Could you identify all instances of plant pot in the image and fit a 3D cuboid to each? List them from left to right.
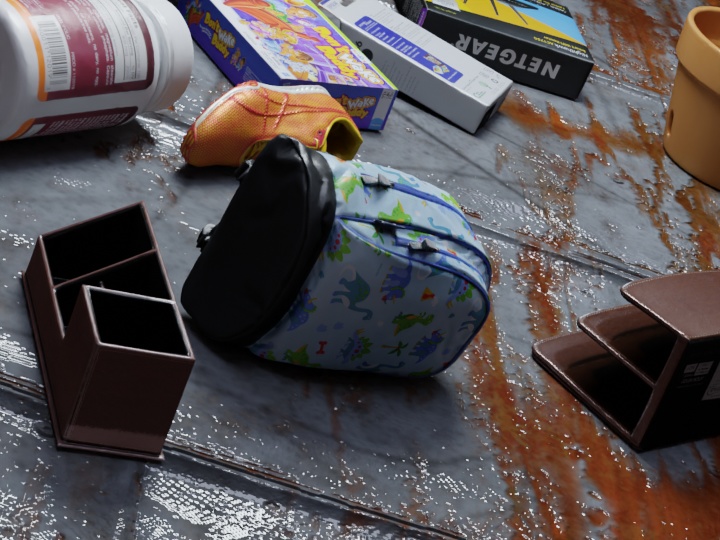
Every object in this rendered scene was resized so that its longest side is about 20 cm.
[{"bbox_3d":[0.407,-0.168,2.047,0.198,0.141,0.201,18,27,-9],"label":"plant pot"}]

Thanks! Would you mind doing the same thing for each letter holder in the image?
[{"bbox_3d":[0.253,0.050,1.557,0.199,0.101,0.142,-5,35,-44],"label":"letter holder"}]

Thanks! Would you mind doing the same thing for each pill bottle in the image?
[{"bbox_3d":[-0.233,-0.168,1.554,0.114,0.115,0.199,37,29,27],"label":"pill bottle"}]

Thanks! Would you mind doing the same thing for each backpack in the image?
[{"bbox_3d":[0.000,0.000,1.402,0.199,0.164,0.154,1,41,-50],"label":"backpack"}]

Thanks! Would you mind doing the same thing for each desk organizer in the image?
[{"bbox_3d":[-0.167,0.030,1.276,0.071,0.078,0.201,11,28,-24],"label":"desk organizer"}]

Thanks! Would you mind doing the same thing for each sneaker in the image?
[{"bbox_3d":[-0.069,-0.114,1.640,0.199,0.073,0.077,-14,54,-48],"label":"sneaker"}]

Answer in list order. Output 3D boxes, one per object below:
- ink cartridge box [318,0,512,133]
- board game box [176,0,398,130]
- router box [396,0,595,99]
[{"bbox_3d":[0.050,-0.212,1.943,0.199,0.039,0.099,33,28,7],"label":"ink cartridge box"},{"bbox_3d":[-0.072,-0.205,1.836,0.133,0.045,0.200,2,33,-37],"label":"board game box"},{"bbox_3d":[0.143,-0.264,2.114,0.198,0.051,0.150,15,29,-17],"label":"router box"}]
